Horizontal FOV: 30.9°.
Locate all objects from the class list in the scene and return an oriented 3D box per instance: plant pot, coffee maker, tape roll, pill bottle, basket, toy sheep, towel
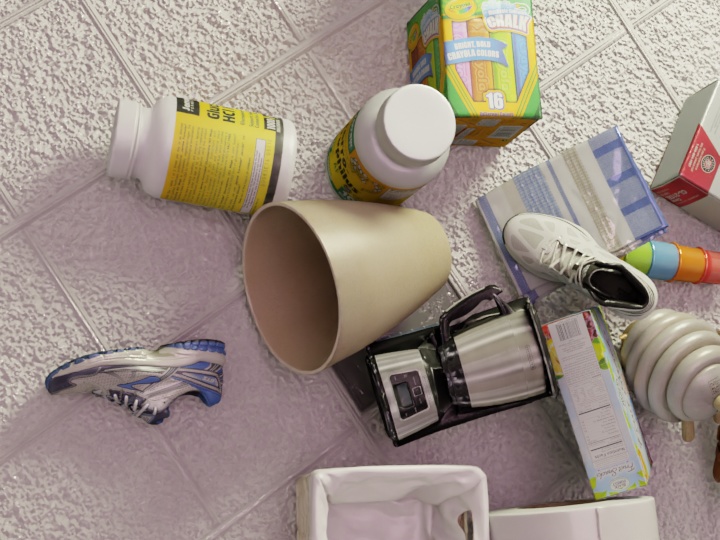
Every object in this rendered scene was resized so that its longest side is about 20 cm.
[{"bbox_3d":[0.000,0.000,1.452,0.198,0.187,0.190,-14,84,-35],"label":"plant pot"},{"bbox_3d":[0.112,0.120,1.470,0.197,0.193,0.137,-16,67,1],"label":"coffee maker"},{"bbox_3d":[0.234,0.328,1.437,0.199,0.203,0.142,-3,81,-17],"label":"tape roll"},{"bbox_3d":[0.035,-0.138,1.461,0.111,0.200,0.115,3,79,-16],"label":"pill bottle"},{"bbox_3d":[0.030,0.285,1.424,0.197,0.123,0.138,1,80,-16],"label":"basket"},{"bbox_3d":[0.378,0.119,1.535,0.136,0.200,0.140,-16,123,-27],"label":"toy sheep"},{"bbox_3d":[-0.177,-0.129,1.442,0.197,0.112,0.114,10,77,-15],"label":"pill bottle"},{"bbox_3d":[0.250,-0.064,1.558,0.198,0.024,0.148,-28,80,8],"label":"towel"}]

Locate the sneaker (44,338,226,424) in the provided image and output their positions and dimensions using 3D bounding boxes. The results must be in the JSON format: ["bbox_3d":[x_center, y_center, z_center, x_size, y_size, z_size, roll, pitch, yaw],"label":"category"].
[{"bbox_3d":[-0.237,0.125,1.400,0.197,0.077,0.087,-6,86,-17],"label":"sneaker"}]

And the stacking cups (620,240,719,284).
[{"bbox_3d":[0.368,-0.017,1.617,0.197,0.060,0.062,4,79,-18],"label":"stacking cups"}]

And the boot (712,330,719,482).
[{"bbox_3d":[0.465,0.177,1.589,0.075,0.201,0.158,1,117,-11],"label":"boot"}]

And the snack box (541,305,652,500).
[{"bbox_3d":[0.274,0.147,1.497,0.067,0.168,0.203,-20,84,14],"label":"snack box"}]

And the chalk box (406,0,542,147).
[{"bbox_3d":[0.131,-0.261,1.554,0.122,0.125,0.204,-1,79,-17],"label":"chalk box"}]

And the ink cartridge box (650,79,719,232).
[{"bbox_3d":[0.491,-0.122,1.657,0.198,0.083,0.147,30,73,-10],"label":"ink cartridge box"}]

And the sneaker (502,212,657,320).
[{"bbox_3d":[0.249,-0.014,1.481,0.199,0.115,0.076,29,91,14],"label":"sneaker"}]
